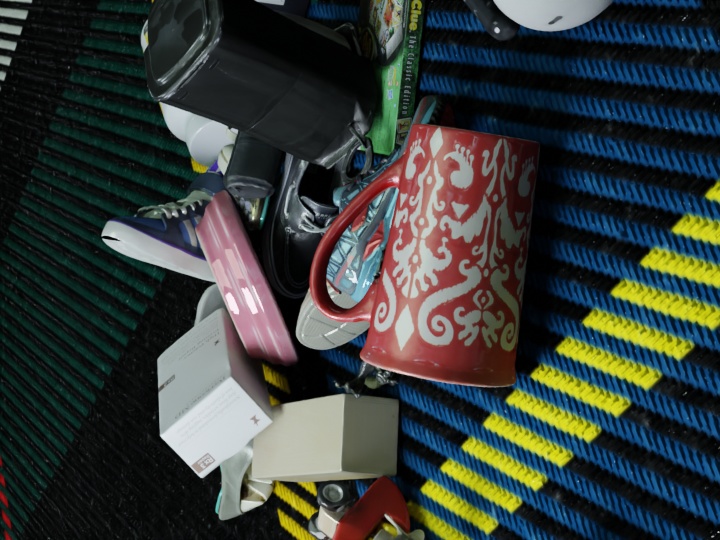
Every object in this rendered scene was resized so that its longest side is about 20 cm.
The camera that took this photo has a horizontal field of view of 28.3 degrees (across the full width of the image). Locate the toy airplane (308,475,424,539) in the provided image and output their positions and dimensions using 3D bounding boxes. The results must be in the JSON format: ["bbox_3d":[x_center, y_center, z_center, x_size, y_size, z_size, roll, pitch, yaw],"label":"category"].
[{"bbox_3d":[0.004,0.301,1.291,0.200,0.141,0.200,-64,-9,-84],"label":"toy airplane"}]

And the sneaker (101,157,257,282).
[{"bbox_3d":[-0.193,-0.074,1.609,0.080,0.200,0.147,8,81,44],"label":"sneaker"}]

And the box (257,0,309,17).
[{"bbox_3d":[-0.129,-0.360,1.600,0.182,0.104,0.201,57,135,48],"label":"box"}]

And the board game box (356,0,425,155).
[{"bbox_3d":[0.026,-0.215,1.397,0.105,0.023,0.201,20,106,59],"label":"board game box"}]

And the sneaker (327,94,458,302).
[{"bbox_3d":[0.018,-0.071,1.282,0.095,0.079,0.201,22,88,27],"label":"sneaker"}]

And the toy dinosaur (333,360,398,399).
[{"bbox_3d":[0.026,0.081,1.336,0.047,0.088,0.200,41,138,5],"label":"toy dinosaur"}]

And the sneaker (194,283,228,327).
[{"bbox_3d":[-0.185,0.116,1.710,0.115,0.073,0.201,-5,85,58],"label":"sneaker"}]

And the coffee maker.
[{"bbox_3d":[-0.089,-0.187,1.354,0.135,0.199,0.192,-58,40,17],"label":"coffee maker"}]

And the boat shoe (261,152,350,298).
[{"bbox_3d":[-0.049,-0.065,1.479,0.068,0.071,0.201,30,108,63],"label":"boat shoe"}]

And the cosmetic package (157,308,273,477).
[{"bbox_3d":[-0.159,0.126,1.535,0.102,0.074,0.200,-39,19,5],"label":"cosmetic package"}]

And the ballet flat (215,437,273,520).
[{"bbox_3d":[-0.127,0.233,1.601,0.200,0.063,0.068,97,-164,-53],"label":"ballet flat"}]

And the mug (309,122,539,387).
[{"bbox_3d":[0.060,-0.018,1.180,0.133,0.177,0.201,-152,71,-73],"label":"mug"}]

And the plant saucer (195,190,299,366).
[{"bbox_3d":[-0.126,0.014,1.529,0.201,0.051,0.201,157,90,-85],"label":"plant saucer"}]

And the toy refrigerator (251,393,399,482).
[{"bbox_3d":[-0.036,0.172,1.445,0.200,0.070,0.076,-18,66,59],"label":"toy refrigerator"}]

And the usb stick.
[{"bbox_3d":[-0.097,-0.156,1.487,0.033,0.055,0.201,86,-167,-52],"label":"usb stick"}]

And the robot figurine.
[{"bbox_3d":[0.132,-0.273,1.110,0.151,0.124,0.200,71,174,-49],"label":"robot figurine"}]

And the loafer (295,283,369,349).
[{"bbox_3d":[0.000,0.000,1.401,0.200,0.072,0.063,-51,29,39],"label":"loafer"}]

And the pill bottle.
[{"bbox_3d":[-0.186,-0.220,1.688,0.112,0.112,0.201,-60,40,41],"label":"pill bottle"}]

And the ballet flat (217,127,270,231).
[{"bbox_3d":[-0.115,-0.126,1.525,0.072,0.072,0.201,-49,22,49],"label":"ballet flat"}]
